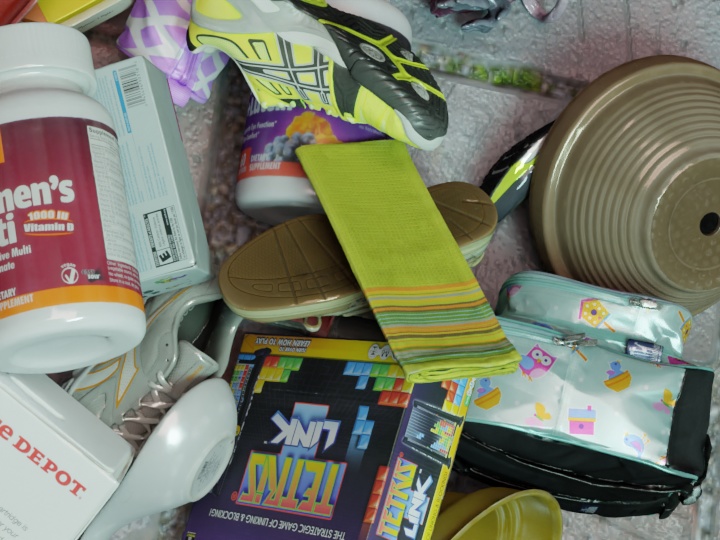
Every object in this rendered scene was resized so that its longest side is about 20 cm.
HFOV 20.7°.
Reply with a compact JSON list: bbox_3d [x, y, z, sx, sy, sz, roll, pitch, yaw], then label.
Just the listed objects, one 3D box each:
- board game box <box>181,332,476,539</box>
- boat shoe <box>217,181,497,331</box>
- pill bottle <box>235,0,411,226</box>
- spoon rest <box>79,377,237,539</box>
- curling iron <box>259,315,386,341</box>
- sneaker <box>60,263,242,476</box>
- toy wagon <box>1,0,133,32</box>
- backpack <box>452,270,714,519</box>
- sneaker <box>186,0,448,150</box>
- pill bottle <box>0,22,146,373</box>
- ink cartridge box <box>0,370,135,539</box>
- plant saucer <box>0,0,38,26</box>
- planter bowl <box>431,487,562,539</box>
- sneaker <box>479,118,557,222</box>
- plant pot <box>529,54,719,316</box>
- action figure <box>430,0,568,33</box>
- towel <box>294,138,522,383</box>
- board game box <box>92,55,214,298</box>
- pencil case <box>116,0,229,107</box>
[{"bbox_3d":[-0.026,0.130,1.315,0.056,0.199,0.167,27,73,-36],"label":"board game box"},{"bbox_3d":[0.000,0.000,1.336,0.198,0.063,0.074,-14,56,-14],"label":"boat shoe"},{"bbox_3d":[-0.022,-0.134,1.403,0.110,0.111,0.202,10,79,-11],"label":"pill bottle"},{"bbox_3d":[-0.143,0.159,1.332,0.060,0.099,0.202,29,98,18],"label":"spoon rest"},{"bbox_3d":[-0.017,0.030,1.357,0.050,0.199,0.026,-58,140,-21],"label":"curling iron"},{"bbox_3d":[-0.143,0.077,1.342,0.076,0.092,0.201,36,75,-35],"label":"sneaker"},{"bbox_3d":[-0.238,-0.259,1.398,0.154,0.040,0.201,-28,81,-6],"label":"toy wagon"},{"bbox_3d":[0.134,0.085,1.372,0.198,0.176,0.155,6,77,-2],"label":"backpack"},{"bbox_3d":[-0.028,-0.136,1.321,0.199,0.075,0.077,36,113,12],"label":"sneaker"},{"bbox_3d":[-0.201,-0.045,1.237,0.108,0.110,0.202,-7,74,-14],"label":"pill bottle"},{"bbox_3d":[-0.262,0.155,1.279,0.146,0.084,0.200,39,99,-4],"label":"ink cartridge box"},{"bbox_3d":[-0.331,-0.196,1.326,0.199,0.037,0.201,38,73,-1],"label":"plant saucer"},{"bbox_3d":[0.045,0.216,1.354,0.083,0.201,0.201,33,72,31],"label":"planter bowl"},{"bbox_3d":[0.175,-0.082,1.463,0.199,0.074,0.081,-31,93,-14],"label":"sneaker"},{"bbox_3d":[0.228,-0.046,1.415,0.199,0.093,0.203,-7,110,-18],"label":"plant pot"},{"bbox_3d":[0.081,-0.285,1.441,0.147,0.134,0.202,-3,81,-18],"label":"action figure"},{"bbox_3d":[0.030,-0.011,1.280,0.085,0.018,0.201,-3,50,-31],"label":"towel"},{"bbox_3d":[-0.213,-0.042,1.331,0.198,0.064,0.149,-15,82,7],"label":"board game box"},{"bbox_3d":[-0.094,-0.217,1.385,0.083,0.085,0.201,22,102,-38],"label":"pencil case"}]
